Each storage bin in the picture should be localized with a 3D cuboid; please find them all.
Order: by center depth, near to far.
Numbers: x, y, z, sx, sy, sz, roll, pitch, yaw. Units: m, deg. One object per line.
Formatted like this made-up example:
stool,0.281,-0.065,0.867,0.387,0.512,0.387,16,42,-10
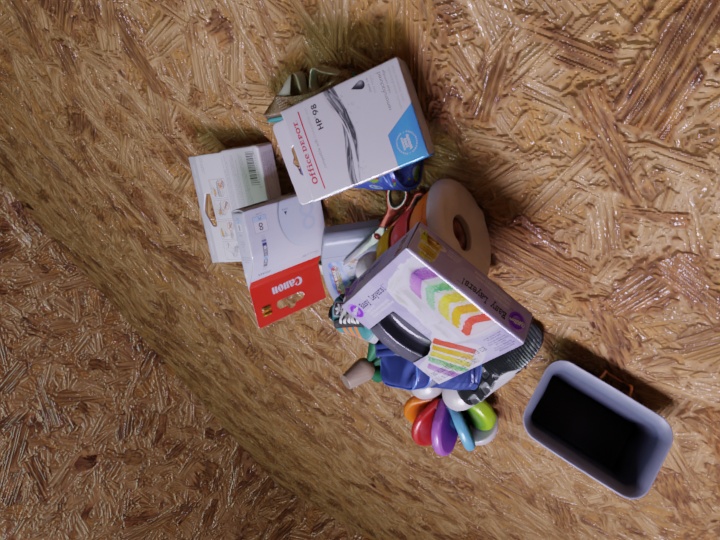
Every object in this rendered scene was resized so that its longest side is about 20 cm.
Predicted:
storage bin,0.358,0.230,0.911,0.196,0.149,0.134,30,178,14

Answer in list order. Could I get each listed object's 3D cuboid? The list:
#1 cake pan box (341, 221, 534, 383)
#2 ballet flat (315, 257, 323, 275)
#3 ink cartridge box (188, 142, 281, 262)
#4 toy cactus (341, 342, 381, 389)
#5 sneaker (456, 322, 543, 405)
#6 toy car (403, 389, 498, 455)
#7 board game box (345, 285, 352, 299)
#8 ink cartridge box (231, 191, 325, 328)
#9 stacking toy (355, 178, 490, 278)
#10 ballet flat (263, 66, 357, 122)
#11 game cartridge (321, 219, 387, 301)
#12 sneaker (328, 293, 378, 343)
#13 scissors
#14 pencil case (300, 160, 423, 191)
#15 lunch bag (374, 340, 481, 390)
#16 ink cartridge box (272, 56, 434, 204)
cake pan box,0.087,0.051,0.743,0.183,0.053,0.200,40,145,-7
ballet flat,-0.089,-0.033,1.115,0.196,0.072,0.073,20,147,32
ink cartridge box,-0.216,-0.117,1.056,0.171,0.044,0.207,1,109,33
toy cactus,0.029,0.172,1.175,0.103,0.162,0.203,47,151,25
sneaker,0.243,0.144,0.984,0.075,0.087,0.201,55,133,20
toy car,0.172,0.293,1.175,0.196,0.151,0.178,9,140,42
board game box,0.087,0.033,0.858,0.195,0.119,0.034,2,94,34
ink cartridge box,-0.124,-0.022,1.001,0.046,0.157,0.207,5,111,48
stacking toy,0.070,-0.027,0.813,0.196,0.148,0.147,-18,121,38
ballet flat,-0.067,-0.246,0.814,0.195,0.070,0.068,7,113,40
game cartridge,0.000,0.000,1.022,0.128,0.042,0.203,-11,137,4
sneaker,-0.009,0.077,0.980,0.077,0.074,0.200,18,166,-10
scissors,0.039,-0.056,0.910,0.072,0.014,0.202,34,127,1
pencil case,-0.001,-0.157,0.825,0.196,0.080,0.087,9,154,42
lunch bag,0.095,0.118,0.938,0.128,0.141,0.200,3,171,-16
ink cartridge box,-0.019,-0.161,0.719,0.194,0.067,0.119,-19,99,18
